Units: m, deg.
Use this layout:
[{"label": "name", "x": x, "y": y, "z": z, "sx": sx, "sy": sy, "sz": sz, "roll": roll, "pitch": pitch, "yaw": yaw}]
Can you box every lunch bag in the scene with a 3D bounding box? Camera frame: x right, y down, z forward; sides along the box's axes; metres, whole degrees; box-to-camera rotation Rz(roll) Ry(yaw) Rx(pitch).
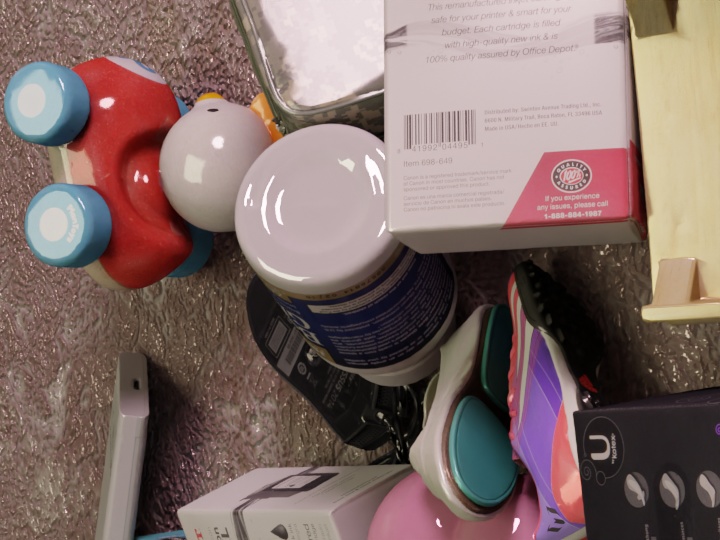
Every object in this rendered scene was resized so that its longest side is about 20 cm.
[{"label": "lunch bag", "x": -0.006, "y": -0.157, "z": 1.396, "sx": 0.168, "sy": 0.138, "sz": 0.201, "roll": 66, "pitch": -177, "yaw": -69}]

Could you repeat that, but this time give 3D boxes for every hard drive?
[{"label": "hard drive", "x": -0.199, "y": 0.185, "z": 1.746, "sx": 0.132, "sy": 0.026, "sz": 0.202, "roll": -108, "pitch": 25, "yaw": -69}]

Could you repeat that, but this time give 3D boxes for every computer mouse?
[{"label": "computer mouse", "x": -0.006, "y": 0.071, "z": 1.502, "sx": 0.200, "sy": 0.053, "sz": 0.139, "roll": 51, "pitch": 134, "yaw": 23}]

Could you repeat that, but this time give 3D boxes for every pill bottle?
[{"label": "pill bottle", "x": 0.000, "y": 0.000, "z": 1.356, "sx": 0.110, "sy": 0.200, "sz": 0.112, "roll": -7, "pitch": 63, "yaw": 14}]

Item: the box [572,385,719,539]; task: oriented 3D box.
[{"label": "box", "x": 0.224, "y": 0.114, "z": 1.125, "sx": 0.199, "sy": 0.122, "sz": 0.107, "roll": -9, "pitch": 87, "yaw": 53}]

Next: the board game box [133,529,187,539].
[{"label": "board game box", "x": -0.129, "y": 0.282, "z": 1.640, "sx": 0.200, "sy": 0.047, "sz": 0.152, "roll": 163, "pitch": 100, "yaw": -73}]

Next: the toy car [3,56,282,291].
[{"label": "toy car", "x": -0.127, "y": -0.089, "z": 1.584, "sx": 0.199, "sy": 0.184, "sz": 0.178, "roll": -15, "pitch": 80, "yaw": 24}]

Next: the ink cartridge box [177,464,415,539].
[{"label": "ink cartridge box", "x": -0.026, "y": 0.216, "z": 1.477, "sx": 0.199, "sy": 0.083, "sz": 0.146, "roll": -9, "pitch": 103, "yaw": 54}]

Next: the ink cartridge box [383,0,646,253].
[{"label": "ink cartridge box", "x": 0.090, "y": -0.117, "z": 1.233, "sx": 0.144, "sy": 0.085, "sz": 0.202, "roll": -3, "pitch": 81, "yaw": 15}]

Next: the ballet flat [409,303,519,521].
[{"label": "ballet flat", "x": 0.064, "y": 0.097, "z": 1.312, "sx": 0.200, "sy": 0.069, "sz": 0.070, "roll": -72, "pitch": 6, "yaw": -55}]

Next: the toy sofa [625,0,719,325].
[{"label": "toy sofa", "x": 0.199, "y": -0.071, "z": 1.183, "sx": 0.082, "sy": 0.097, "sz": 0.202, "roll": -5, "pitch": 90, "yaw": 23}]

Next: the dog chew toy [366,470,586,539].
[{"label": "dog chew toy", "x": 0.097, "y": 0.179, "z": 1.318, "sx": 0.199, "sy": 0.124, "sz": 0.126, "roll": -7, "pitch": 88, "yaw": 46}]

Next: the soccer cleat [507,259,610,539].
[{"label": "soccer cleat", "x": 0.113, "y": 0.077, "z": 1.278, "sx": 0.073, "sy": 0.068, "sz": 0.201, "roll": -41, "pitch": 40, "yaw": 24}]
